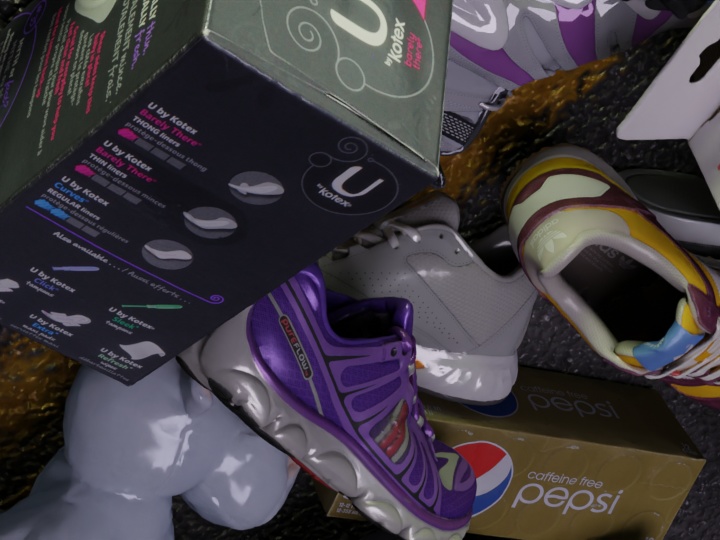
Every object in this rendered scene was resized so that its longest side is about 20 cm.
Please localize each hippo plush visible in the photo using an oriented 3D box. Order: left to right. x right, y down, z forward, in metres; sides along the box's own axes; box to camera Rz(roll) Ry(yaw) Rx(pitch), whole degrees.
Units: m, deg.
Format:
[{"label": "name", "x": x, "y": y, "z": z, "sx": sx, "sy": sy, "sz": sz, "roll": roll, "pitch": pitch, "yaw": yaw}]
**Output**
[{"label": "hippo plush", "x": -0.120, "y": 0.100, "z": 0.857, "sx": 0.200, "sy": 0.159, "sz": 0.161, "roll": 31, "pitch": 83, "yaw": -34}]

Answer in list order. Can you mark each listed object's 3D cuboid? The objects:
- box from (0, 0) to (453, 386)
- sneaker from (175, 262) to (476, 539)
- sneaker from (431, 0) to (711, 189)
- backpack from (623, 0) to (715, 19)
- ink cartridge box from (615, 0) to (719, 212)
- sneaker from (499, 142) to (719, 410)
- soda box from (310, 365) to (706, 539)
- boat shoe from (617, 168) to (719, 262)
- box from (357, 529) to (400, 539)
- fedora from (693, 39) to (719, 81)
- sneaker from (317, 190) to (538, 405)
[{"label": "box", "x": -0.067, "y": -0.060, "z": 0.702, "sx": 0.106, "sy": 0.123, "sz": 0.200, "roll": 28, "pitch": 139, "yaw": -28}, {"label": "sneaker", "x": 0.006, "y": 0.057, "z": 0.801, "sx": 0.083, "sy": 0.081, "sz": 0.200, "roll": -49, "pitch": 140, "yaw": -4}, {"label": "sneaker", "x": 0.063, "y": -0.095, "z": 0.817, "sx": 0.199, "sy": 0.078, "sz": 0.140, "roll": 7, "pitch": 122, "yaw": -14}, {"label": "backpack", "x": 0.178, "y": -0.223, "z": 0.716, "sx": 0.182, "sy": 0.147, "sz": 0.200, "roll": -9, "pitch": 137, "yaw": -19}, {"label": "ink cartridge box", "x": 0.218, "y": -0.061, "z": 0.755, "sx": 0.199, "sy": 0.068, "sz": 0.117, "roll": 2, "pitch": 142, "yaw": -28}, {"label": "sneaker", "x": 0.146, "y": 0.027, "z": 0.849, "sx": 0.200, "sy": 0.090, "sz": 0.075, "roll": 31, "pitch": 115, "yaw": -21}, {"label": "soda box", "x": 0.073, "y": 0.091, "z": 0.949, "sx": 0.199, "sy": 0.064, "sz": 0.068, "roll": 10, "pitch": 119, "yaw": -27}, {"label": "boat shoe", "x": 0.207, "y": -0.003, "z": 0.935, "sx": 0.199, "sy": 0.076, "sz": 0.060, "roll": 12, "pitch": 119, "yaw": -14}, {"label": "box", "x": 0.003, "y": 0.220, "z": 0.953, "sx": 0.200, "sy": 0.049, "sz": 0.161, "roll": -29, "pitch": 115, "yaw": 31}, {"label": "fedora", "x": 0.234, "y": -0.089, "z": 0.870, "sx": 0.199, "sy": 0.090, "sz": 0.177, "roll": 4, "pitch": 121, "yaw": -29}, {"label": "sneaker", "x": 0.000, "y": 0.000, "z": 0.862, "sx": 0.199, "sy": 0.076, "sz": 0.092, "roll": 9, "pitch": 112, "yaw": -35}]
